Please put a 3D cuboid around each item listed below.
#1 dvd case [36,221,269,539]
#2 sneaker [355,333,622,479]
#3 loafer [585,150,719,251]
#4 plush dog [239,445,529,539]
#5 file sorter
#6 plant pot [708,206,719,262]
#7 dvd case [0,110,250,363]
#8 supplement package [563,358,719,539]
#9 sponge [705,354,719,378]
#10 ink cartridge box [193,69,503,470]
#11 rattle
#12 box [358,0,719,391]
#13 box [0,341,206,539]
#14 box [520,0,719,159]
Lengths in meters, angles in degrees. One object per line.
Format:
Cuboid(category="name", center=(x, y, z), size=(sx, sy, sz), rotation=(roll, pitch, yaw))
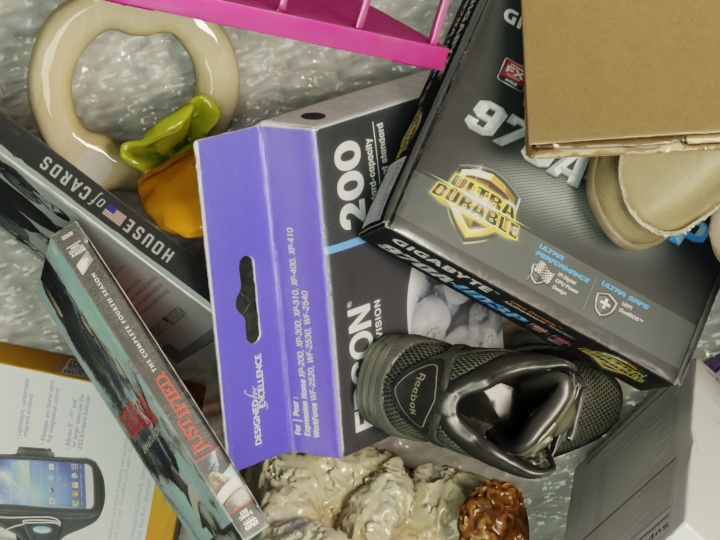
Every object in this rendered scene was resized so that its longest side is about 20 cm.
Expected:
Cuboid(category="dvd case", center=(-0.123, 0.075, 1.214), size=(0.022, 0.146, 0.200), rotation=(-33, 86, -17))
Cuboid(category="sneaker", center=(0.103, 0.083, 1.211), size=(0.199, 0.114, 0.076), rotation=(13, 93, -45))
Cuboid(category="loafer", center=(0.204, -0.089, 1.166), size=(0.076, 0.067, 0.200), rotation=(48, 69, -8))
Cuboid(category="plush dog", center=(0.015, 0.158, 1.277), size=(0.172, 0.200, 0.161), rotation=(10, 66, -10))
Cuboid(category="file sorter", center=(-0.053, -0.200, 1.126), size=(0.200, 0.139, 0.125), rotation=(9, 105, -28))
Cuboid(category="plant pot", center=(0.308, 0.041, 1.164), size=(0.200, 0.200, 0.184), rotation=(-12, 116, 8))
Cuboid(category="dvd case", center=(-0.164, -0.022, 1.229), size=(0.200, 0.150, 0.025), rotation=(37, 72, -8))
Cuboid(category="supplement package", center=(0.189, 0.160, 1.194), size=(0.110, 0.200, 0.114), rotation=(40, 115, -8))
Cuboid(category="sponge", center=(0.291, 0.063, 1.273), size=(0.200, 0.030, 0.112), rotation=(-41, 100, 15))
Cuboid(category="ink cartridge box", center=(0.000, 0.000, 1.203), size=(0.043, 0.200, 0.198), rotation=(13, 115, 45))
Cuboid(category="rattle", center=(-0.130, -0.132, 1.189), size=(0.130, 0.143, 0.200), rotation=(1, 108, 1))
Cuboid(category="box", center=(0.118, -0.045, 1.189), size=(0.200, 0.046, 0.159), rotation=(29, 74, -14))
Cuboid(category="box", center=(-0.205, 0.111, 1.325), size=(0.200, 0.041, 0.119), rotation=(13, 108, 3))
Cuboid(category="box", center=(0.168, -0.155, 1.151), size=(0.163, 0.021, 0.200), rotation=(-3, 64, 6))
